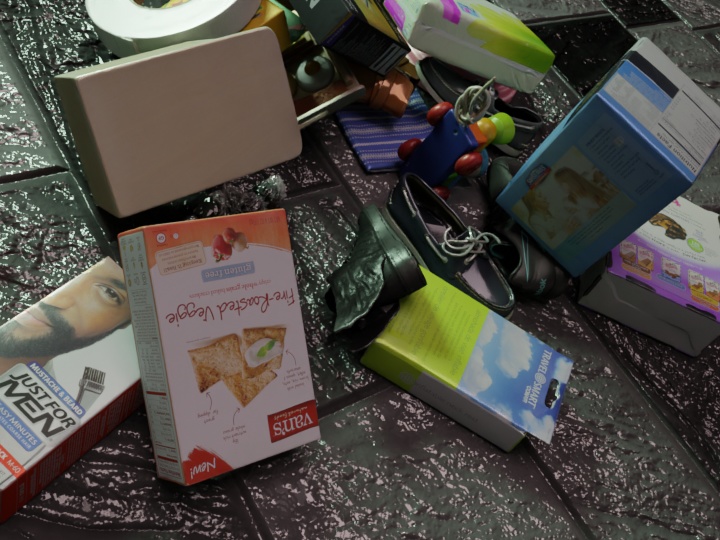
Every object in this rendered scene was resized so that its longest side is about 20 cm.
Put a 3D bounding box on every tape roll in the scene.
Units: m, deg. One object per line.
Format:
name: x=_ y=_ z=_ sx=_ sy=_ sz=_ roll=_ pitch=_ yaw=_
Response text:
tape roll: x=-0.206 y=-0.312 z=0.915 sx=0.199 sy=0.037 sz=0.206 roll=-5 pitch=55 yaw=7

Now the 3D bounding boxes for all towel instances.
towel: x=0.029 y=-0.212 z=1.068 sx=0.143 sy=0.024 sz=0.202 roll=-9 pitch=58 yaw=-30

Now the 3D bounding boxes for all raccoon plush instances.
raccoon plush: x=-0.093 y=-0.020 z=0.814 sx=0.134 sy=0.097 sz=0.200 roll=45 pitch=48 yaw=4

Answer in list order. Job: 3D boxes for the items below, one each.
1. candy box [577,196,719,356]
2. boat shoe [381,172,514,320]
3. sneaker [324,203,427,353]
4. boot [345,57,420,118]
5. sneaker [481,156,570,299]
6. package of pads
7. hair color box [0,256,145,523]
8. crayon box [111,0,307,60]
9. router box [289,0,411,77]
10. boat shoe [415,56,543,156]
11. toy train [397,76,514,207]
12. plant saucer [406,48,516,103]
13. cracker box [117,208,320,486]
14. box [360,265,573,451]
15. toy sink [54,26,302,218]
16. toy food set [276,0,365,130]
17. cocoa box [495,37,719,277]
candy box: x=0.368 y=-0.017 z=1.034 sx=0.166 sy=0.072 sz=0.202 roll=24 pitch=47 yaw=-5
boat shoe: x=0.106 y=-0.028 z=0.926 sx=0.074 sy=0.062 sz=0.201 roll=-22 pitch=65 yaw=-37
sneaker: x=0.001 y=0.002 z=0.844 sx=0.103 sy=0.060 sz=0.200 roll=-32 pitch=29 yaw=0
boot: x=0.015 y=-0.290 z=1.066 sx=0.153 sy=0.074 sz=0.202 roll=23 pitch=62 yaw=-2
sneaker: x=0.183 y=-0.058 z=0.980 sx=0.078 sy=0.076 sz=0.202 roll=0 pitch=53 yaw=-22
package of pads: x=0.135 y=-0.313 z=1.065 sx=0.197 sy=0.069 sz=0.155 roll=16 pitch=30 yaw=-23
hair color box: x=-0.246 y=0.088 z=0.667 sx=0.110 sy=0.064 sz=0.200 roll=39 pitch=46 yaw=9
crayon box: x=-0.169 y=-0.267 z=0.931 sx=0.199 sy=0.051 sz=0.127 roll=-40 pitch=58 yaw=-17
router box: x=-0.040 y=-0.331 z=0.950 sx=0.202 sy=0.052 sz=0.157 roll=58 pitch=23 yaw=16
boat shoe: x=0.158 y=-0.227 z=1.077 sx=0.198 sy=0.062 sz=0.074 roll=32 pitch=39 yaw=-25
toy train: x=0.138 y=-0.161 z=0.955 sx=0.115 sy=0.200 sz=0.086 roll=-18 pitch=72 yaw=-37
plant saucer: x=0.146 y=-0.318 z=1.191 sx=0.197 sy=0.051 sz=0.203 roll=13 pitch=48 yaw=-15
cracker box: x=-0.114 y=0.058 z=0.680 sx=0.132 sy=0.057 sz=0.204 roll=-12 pitch=94 yaw=-39
box: x=0.112 y=0.092 z=0.841 sx=0.198 sy=0.048 sz=0.123 roll=31 pitch=47 yaw=1
toy sink: x=-0.177 y=-0.152 z=0.809 sx=0.198 sy=0.132 sz=0.112 roll=-24 pitch=23 yaw=-24
toy food set: x=-0.095 y=-0.246 z=0.964 sx=0.142 sy=0.061 sz=0.202 roll=-27 pitch=63 yaw=1
cocoa box: x=0.266 y=-0.116 z=0.884 sx=0.133 sy=0.200 sz=0.131 roll=43 pitch=54 yaw=3
